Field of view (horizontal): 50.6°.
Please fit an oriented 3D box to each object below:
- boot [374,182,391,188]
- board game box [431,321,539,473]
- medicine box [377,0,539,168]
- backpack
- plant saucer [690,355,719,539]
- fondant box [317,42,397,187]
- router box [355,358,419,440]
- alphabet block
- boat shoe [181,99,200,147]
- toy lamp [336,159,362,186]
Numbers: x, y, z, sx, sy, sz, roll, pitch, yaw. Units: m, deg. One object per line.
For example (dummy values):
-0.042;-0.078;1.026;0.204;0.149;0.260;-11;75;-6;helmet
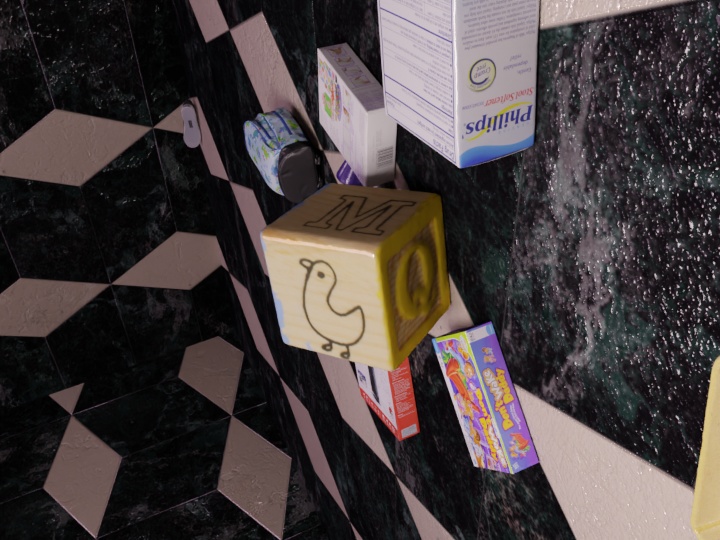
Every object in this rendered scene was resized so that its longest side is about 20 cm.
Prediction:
0.003;-0.052;1.272;0.068;0.128;0.204;-148;44;-64;boot
0.177;0.183;1.103;0.134;0.044;0.204;147;105;-72;board game box
0.102;-0.245;0.831;0.182;0.101;0.204;-131;29;-52;medicine box
-0.169;-0.259;1.631;0.165;0.150;0.203;85;172;-54;backpack
0.348;0.186;0.572;0.200;0.048;0.204;-133;31;-55;plant saucer
-0.008;-0.254;1.239;0.146;0.057;0.201;91;154;-46;fondant box
0.045;0.211;1.531;0.200;0.048;0.183;-142;38;-62;router box
0.000;0.000;1.112;0.197;0.196;0.199;9;123;32;alphabet block
-0.655;-0.568;2.946;0.202;0.067;0.057;96;170;-48;boat shoe
-0.033;-0.116;1.369;0.058;0.057;0.203;54;135;44;toy lamp
